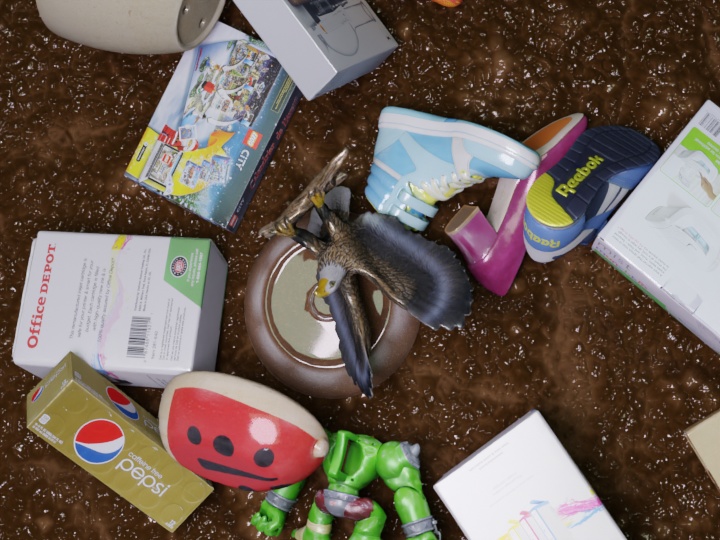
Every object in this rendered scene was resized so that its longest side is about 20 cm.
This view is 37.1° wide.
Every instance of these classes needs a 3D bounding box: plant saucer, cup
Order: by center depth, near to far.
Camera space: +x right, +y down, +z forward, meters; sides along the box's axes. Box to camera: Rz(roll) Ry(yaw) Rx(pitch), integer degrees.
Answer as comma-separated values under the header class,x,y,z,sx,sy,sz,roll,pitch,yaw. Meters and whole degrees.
class,x,y,z,sx,sy,sz,roll,pitch,yaw
cup,-0.223,-0.310,1.132,0.142,0.200,0.203,28,88,13
plant saucer,-0.033,0.034,1.150,0.196,0.037,0.205,-1,82,8

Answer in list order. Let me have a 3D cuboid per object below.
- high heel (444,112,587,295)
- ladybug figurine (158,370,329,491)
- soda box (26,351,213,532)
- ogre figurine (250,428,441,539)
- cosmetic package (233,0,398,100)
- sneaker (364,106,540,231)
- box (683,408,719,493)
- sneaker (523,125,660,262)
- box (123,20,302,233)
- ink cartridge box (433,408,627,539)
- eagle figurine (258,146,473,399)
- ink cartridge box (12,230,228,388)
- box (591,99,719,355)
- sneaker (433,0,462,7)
class,x,y,z,sx,sy,sz,roll,pitch,yaw
high heel,0.183,-0.071,1.128,0.200,0.067,0.096,-46,111,-13
ladybug figurine,-0.120,0.163,1.049,0.197,0.137,0.072,4,47,32
soda box,-0.242,0.176,1.094,0.068,0.064,0.200,-44,118,3
ogre figurine,-0.009,0.224,1.088,0.198,0.097,0.122,4,83,43
cosmetic package,-0.064,-0.286,1.118,0.051,0.151,0.201,-37,91,32
sneaker,0.087,-0.087,1.107,0.198,0.079,0.133,19,91,41
box,0.448,0.180,1.067,0.198,0.021,0.165,-31,80,4
sneaker,0.229,-0.080,1.090,0.199,0.083,0.074,-34,57,-31
box,-0.157,-0.162,1.190,0.135,0.038,0.203,26,88,11
ink cartridge box,0.179,0.254,1.045,0.124,0.129,0.201,-35,80,3
eagle figurine,-0.004,0.005,1.067,0.200,0.151,0.151,46,65,-7
ink cartridge box,-0.252,0.043,1.145,0.196,0.084,0.148,3,72,9
box,0.362,-0.031,1.067,0.199,0.097,0.177,40,91,11
sneaker,0.027,-0.335,1.178,0.198,0.073,0.078,34,109,16
